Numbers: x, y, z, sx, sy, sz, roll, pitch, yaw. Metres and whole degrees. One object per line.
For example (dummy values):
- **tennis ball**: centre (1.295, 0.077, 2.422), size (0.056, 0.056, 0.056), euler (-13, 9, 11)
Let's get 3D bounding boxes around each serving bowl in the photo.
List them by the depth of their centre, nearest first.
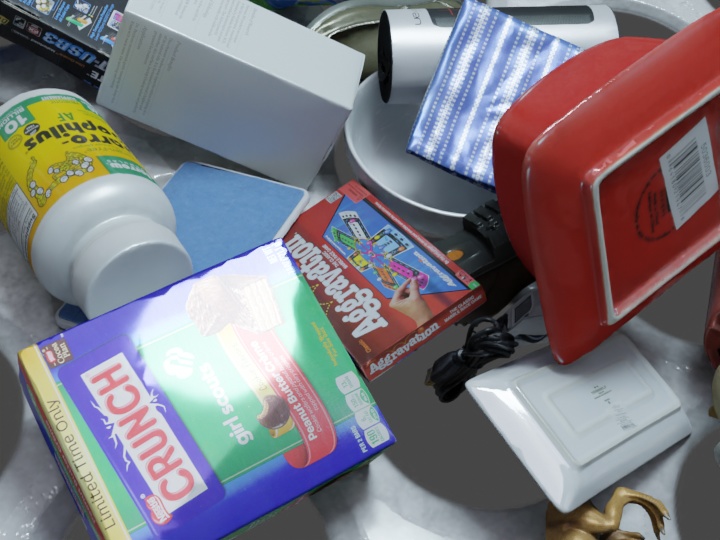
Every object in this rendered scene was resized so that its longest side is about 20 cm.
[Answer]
- **serving bowl**: centre (0.081, -0.100, 0.921), size (0.199, 0.066, 0.201), euler (3, 51, -4)

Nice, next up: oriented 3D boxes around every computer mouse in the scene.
- **computer mouse**: centre (0.138, 0.039, 0.802), size (0.199, 0.110, 0.044), euler (-28, 73, -35)

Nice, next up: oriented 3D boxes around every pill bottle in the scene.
- **pill bottle**: centre (-0.209, -0.044, 0.796), size (0.112, 0.113, 0.200), euler (-24, 49, -24)

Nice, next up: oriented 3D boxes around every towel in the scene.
- **towel**: centre (0.150, -0.119, 0.843), size (0.199, 0.024, 0.146), euler (23, 80, -3)

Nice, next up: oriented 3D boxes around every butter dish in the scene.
- **butter dish**: centre (0.160, -0.075, 0.727), size (0.199, 0.201, 0.148), euler (-34, 43, -16)

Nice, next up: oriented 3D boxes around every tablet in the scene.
- **tablet**: centre (-0.139, -0.012, 0.843), size (0.129, 0.014, 0.200), euler (15, 51, 22)

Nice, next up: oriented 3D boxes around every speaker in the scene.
- **speaker**: centre (0.114, -0.185, 0.899), size (0.198, 0.081, 0.082), euler (-3, 51, -7)

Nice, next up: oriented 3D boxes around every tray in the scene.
- **tray**: centre (0.165, 0.093, 0.740), size (0.199, 0.022, 0.108), euler (-13, 61, -48)

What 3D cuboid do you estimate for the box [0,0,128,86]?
- **box**: centre (-0.247, -0.271, 0.983), size (0.198, 0.050, 0.201), euler (25, 51, -17)

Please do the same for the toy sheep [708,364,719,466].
- **toy sheep**: centre (0.316, 0.139, 0.712), size (0.137, 0.138, 0.200), euler (-28, 71, -26)

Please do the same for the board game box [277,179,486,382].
- **board game box**: centre (0.000, 0.000, 0.796), size (0.103, 0.020, 0.200), euler (-35, 38, -9)

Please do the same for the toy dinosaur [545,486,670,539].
- **toy dinosaur**: centre (0.149, 0.168, 0.713), size (0.105, 0.061, 0.201), euler (4, 50, -2)

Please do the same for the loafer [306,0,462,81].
- **loafer**: centre (0.029, -0.218, 1.005), size (0.199, 0.075, 0.070), euler (-22, 52, -23)

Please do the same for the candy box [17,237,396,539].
- **candy box**: centre (-0.105, 0.095, 0.709), size (0.199, 0.077, 0.170), euler (-25, 75, -22)

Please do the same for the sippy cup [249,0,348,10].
- **sippy cup**: centre (-0.035, -0.317, 1.024), size (0.130, 0.140, 0.178), euler (13, 40, 21)

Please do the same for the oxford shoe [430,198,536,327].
- **oxford shoe**: centre (0.066, 0.020, 0.817), size (0.199, 0.085, 0.073), euler (-24, 38, 1)

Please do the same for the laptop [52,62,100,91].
- **laptop**: centre (-0.303, -0.246, 1.033), size (0.199, 0.103, 0.178), euler (30, 50, -15)

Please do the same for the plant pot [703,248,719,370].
- **plant pot**: centre (0.358, -0.007, 0.808), size (0.200, 0.201, 0.196), euler (20, 60, 10)

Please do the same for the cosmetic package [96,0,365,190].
- **cosmetic package**: centre (-0.109, -0.162, 0.887), size (0.199, 0.113, 0.081), euler (22, 48, -15)
